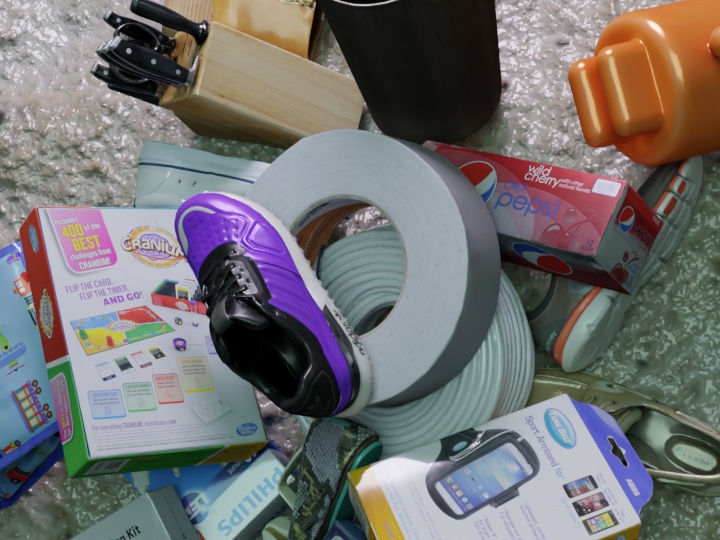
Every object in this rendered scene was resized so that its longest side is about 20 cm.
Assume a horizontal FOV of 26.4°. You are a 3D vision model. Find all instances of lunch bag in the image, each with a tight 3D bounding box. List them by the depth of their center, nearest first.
[{"bbox_3d":[-0.287,0.084,1.211,0.200,0.094,0.152,-38,70,33],"label":"lunch bag"}]

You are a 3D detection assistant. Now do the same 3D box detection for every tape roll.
[{"bbox_3d":[0.000,0.000,1.124,0.198,0.066,0.203,-2,86,26],"label":"tape roll"}]

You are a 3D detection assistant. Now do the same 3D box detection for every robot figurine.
[{"bbox_3d":[0.254,-0.145,1.145,0.198,0.145,0.117,-15,50,-26],"label":"robot figurine"}]

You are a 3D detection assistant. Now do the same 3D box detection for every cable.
[{"bbox_3d":[0.032,0.062,1.179,0.198,0.069,0.202,-18,80,26],"label":"cable"}]

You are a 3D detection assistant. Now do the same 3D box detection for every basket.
[{"bbox_3d":[0.042,-0.201,1.176,0.135,0.201,0.182,8,59,19],"label":"basket"}]

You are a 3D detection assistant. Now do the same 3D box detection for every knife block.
[{"bbox_3d":[-0.108,-0.156,1.223,0.198,0.176,0.065,11,81,14],"label":"knife block"}]

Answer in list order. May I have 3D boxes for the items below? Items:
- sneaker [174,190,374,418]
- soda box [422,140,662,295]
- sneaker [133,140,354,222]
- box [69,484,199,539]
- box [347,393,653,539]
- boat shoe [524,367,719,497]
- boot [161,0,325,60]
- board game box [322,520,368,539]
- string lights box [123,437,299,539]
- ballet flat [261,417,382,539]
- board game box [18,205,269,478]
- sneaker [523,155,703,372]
[{"bbox_3d":[-0.077,0.021,1.065,0.200,0.099,0.070,49,116,19],"label":"sneaker"},{"bbox_3d":[0.124,-0.043,1.163,0.199,0.070,0.064,17,76,41],"label":"soda box"},{"bbox_3d":[-0.096,-0.055,1.261,0.198,0.073,0.072,12,90,23],"label":"sneaker"},{"bbox_3d":[-0.165,0.290,1.176,0.155,0.041,0.201,-32,78,23],"label":"box"},{"bbox_3d":[0.103,0.165,1.081,0.198,0.042,0.120,-17,52,-14],"label":"box"},{"bbox_3d":[0.192,0.119,1.157,0.198,0.065,0.073,18,82,15],"label":"boat shoe"},{"bbox_3d":[-0.085,-0.276,1.308,0.142,0.071,0.204,7,82,7],"label":"boot"},{"bbox_3d":[0.022,0.291,1.075,0.200,0.034,0.136,39,100,28],"label":"board game box"},{"bbox_3d":[-0.146,0.132,1.229,0.103,0.059,0.200,-44,73,-1],"label":"string lights box"},{"bbox_3d":[-0.038,0.192,1.161,0.072,0.072,0.202,25,117,16],"label":"ballet flat"},{"bbox_3d":[-0.164,0.049,1.158,0.040,0.152,0.202,-40,59,47],"label":"board game box"},{"bbox_3d":[0.189,-0.023,1.186,0.082,0.077,0.201,32,82,28],"label":"sneaker"}]
